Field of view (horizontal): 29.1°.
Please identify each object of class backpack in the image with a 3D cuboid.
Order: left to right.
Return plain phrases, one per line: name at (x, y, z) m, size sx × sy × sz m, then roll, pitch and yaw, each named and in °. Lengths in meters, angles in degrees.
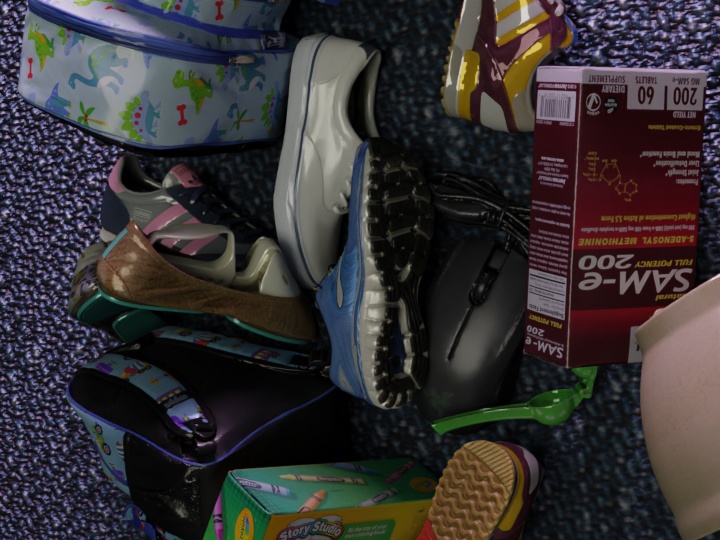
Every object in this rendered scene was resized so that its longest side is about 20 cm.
backpack at (-0.158, -0.174, 1.069) m, size 0.181 × 0.199 × 0.149 m, roll 21°, pitch 111°, yaw 24°
backpack at (-0.132, 0.129, 1.117) m, size 0.199 × 0.182 × 0.136 m, roll 17°, pitch 122°, yaw 37°

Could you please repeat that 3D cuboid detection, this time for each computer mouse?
computer mouse at (0.081, 0.034, 1.060) m, size 0.137 × 0.053 × 0.202 m, roll 20°, pitch 106°, yaw 23°

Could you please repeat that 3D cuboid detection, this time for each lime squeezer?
lime squeezer at (0.147, 0.068, 1.032) m, size 0.071 × 0.038 × 0.200 m, roll 45°, pitch 98°, yaw 8°

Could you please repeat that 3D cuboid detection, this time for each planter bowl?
planter bowl at (0.260, 0.066, 0.893) m, size 0.200 × 0.200 × 0.136 m, roll -36°, pitch 77°, yaw 26°

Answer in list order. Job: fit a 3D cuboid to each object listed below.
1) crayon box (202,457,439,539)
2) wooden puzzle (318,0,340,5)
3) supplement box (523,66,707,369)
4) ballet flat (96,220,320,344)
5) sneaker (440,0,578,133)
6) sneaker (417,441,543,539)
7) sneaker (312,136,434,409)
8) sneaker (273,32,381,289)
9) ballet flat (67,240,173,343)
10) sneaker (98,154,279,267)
crayon box at (-0.029, 0.211, 1.055) m, size 0.058 × 0.199 × 0.120 m, roll 36°, pitch 112°, yaw 41°
wooden puzzle at (-0.086, -0.242, 1.028) m, size 0.184 × 0.199 × 0.047 m, roll 27°, pitch 111°, yaw 22°
supplement box at (0.176, -0.038, 0.964) m, size 0.061 × 0.108 × 0.203 m, roll -161°, pitch 71°, yaw -64°
ballet flat at (-0.103, 0.004, 1.053) m, size 0.068 × 0.198 × 0.073 m, roll 45°, pitch 114°, yaw 55°
sneaker at (0.120, -0.201, 1.005) m, size 0.089 × 0.075 × 0.202 m, roll 15°, pitch 110°, yaw 17°
sneaker at (0.072, 0.221, 1.046) m, size 0.075 × 0.090 × 0.201 m, roll 41°, pitch 102°, yaw 33°
sneaker at (0.000, 0.000, 1.051) m, size 0.089 × 0.078 × 0.203 m, roll 4°, pitch 91°, yaw 43°
sneaker at (-0.021, -0.083, 1.087) m, size 0.070 × 0.073 × 0.203 m, roll 8°, pitch 101°, yaw 27°
ballet flat at (-0.203, 0.014, 1.134) m, size 0.071 × 0.200 × 0.073 m, roll -1°, pitch 77°, yaw 3°
sneaker at (-0.135, -0.043, 1.152) m, size 0.198 × 0.070 × 0.083 m, roll 13°, pitch 105°, yaw 24°
